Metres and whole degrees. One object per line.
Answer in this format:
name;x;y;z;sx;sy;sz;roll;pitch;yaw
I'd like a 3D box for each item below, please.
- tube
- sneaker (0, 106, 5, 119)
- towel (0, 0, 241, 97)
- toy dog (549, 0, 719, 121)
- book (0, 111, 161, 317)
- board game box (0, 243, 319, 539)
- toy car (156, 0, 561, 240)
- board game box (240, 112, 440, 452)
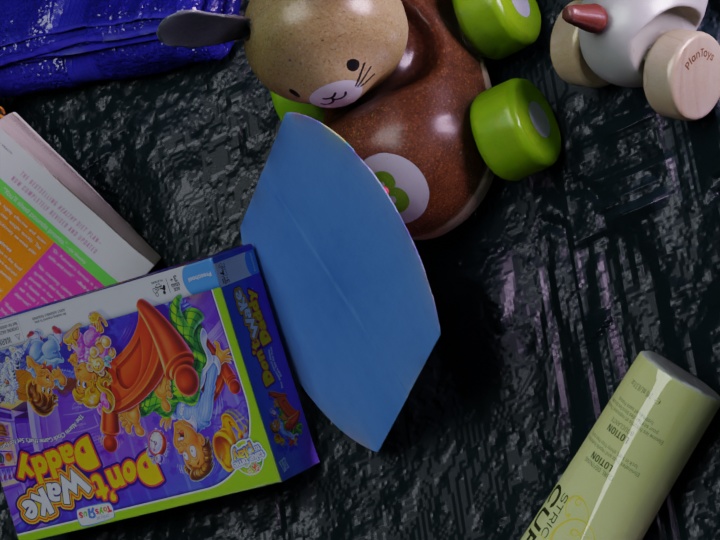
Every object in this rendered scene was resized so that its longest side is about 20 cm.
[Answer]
tube;0.119;0.139;1.467;0.201;0.052;0.058;-59;9;9
sneaker;-0.263;-0.094;1.821;0.200;0.078;0.078;34;104;40
towel;-0.162;-0.195;1.810;0.199;0.049;0.149;-6;70;36
toy dog;0.158;-0.183;1.529;0.131;0.096;0.201;-8;68;35
book;-0.239;0.020;1.745;0.134;0.048;0.200;44;103;-4
board game box;-0.134;0.075;1.647;0.199;0.045;0.135;-16;93;32
toy car;-0.012;-0.114;1.565;0.164;0.200;0.159;-23;60;29
board game box;0.000;0.000;1.554;0.158;0.039;0.200;56;150;21
